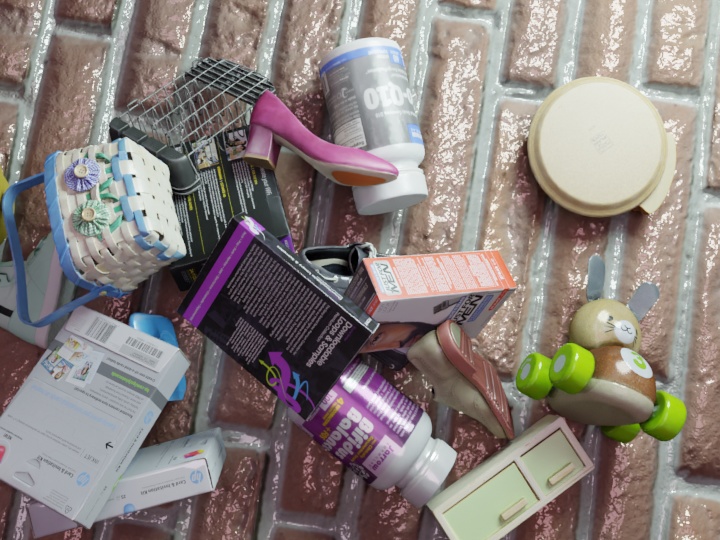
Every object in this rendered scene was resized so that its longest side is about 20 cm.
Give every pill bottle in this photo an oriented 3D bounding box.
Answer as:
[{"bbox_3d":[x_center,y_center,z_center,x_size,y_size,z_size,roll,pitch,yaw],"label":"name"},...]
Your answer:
[{"bbox_3d":[0.016,0.194,0.978,0.199,0.112,0.113,38,83,3],"label":"pill bottle"},{"bbox_3d":[0.019,-0.181,1.025,0.112,0.114,0.204,-13,84,-4],"label":"pill bottle"}]

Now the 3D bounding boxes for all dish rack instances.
[{"bbox_3d":[-0.208,-0.195,1.016,0.152,0.055,0.200,29,58,27],"label":"dish rack"}]

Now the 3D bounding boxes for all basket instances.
[{"bbox_3d":[-0.309,-0.051,0.897,0.198,0.139,0.179,-25,70,14],"label":"basket"}]

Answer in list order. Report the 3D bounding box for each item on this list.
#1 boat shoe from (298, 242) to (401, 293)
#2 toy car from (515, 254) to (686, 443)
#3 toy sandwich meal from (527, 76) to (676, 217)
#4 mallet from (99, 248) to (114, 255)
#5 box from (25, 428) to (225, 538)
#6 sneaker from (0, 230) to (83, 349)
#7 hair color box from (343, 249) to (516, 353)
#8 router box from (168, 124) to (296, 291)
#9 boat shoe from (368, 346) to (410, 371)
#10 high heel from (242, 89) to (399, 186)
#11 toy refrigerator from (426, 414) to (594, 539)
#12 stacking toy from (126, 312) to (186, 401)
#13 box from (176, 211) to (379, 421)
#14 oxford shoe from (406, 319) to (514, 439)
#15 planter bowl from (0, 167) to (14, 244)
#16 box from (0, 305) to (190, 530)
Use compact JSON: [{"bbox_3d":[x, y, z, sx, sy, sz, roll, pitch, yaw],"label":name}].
[{"bbox_3d":[0.000,0.000,0.986,0.197,0.063,0.073,-4,46,-33],"label":"boat shoe"},{"bbox_3d":[0.313,0.087,0.995,0.162,0.158,0.203,26,70,-11],"label":"toy car"},{"bbox_3d":[0.317,-0.159,1.062,0.201,0.070,0.209,0,83,2],"label":"toy sandwich meal"},{"bbox_3d":[-0.259,-0.020,1.035,0.196,0.066,0.042,7,103,14],"label":"mallet"},{"bbox_3d":[-0.262,0.242,0.930,0.197,0.156,0.042,-15,92,-5],"label":"box"},{"bbox_3d":[-0.411,-0.015,0.995,0.116,0.074,0.204,18,92,5],"label":"sneaker"},{"bbox_3d":[0.076,0.037,0.957,0.197,0.111,0.065,-3,54,-30],"label":"hair color box"},{"bbox_3d":[-0.172,-0.084,0.991,0.147,0.051,0.202,-16,54,-3],"label":"router box"},{"bbox_3d":[-0.016,0.062,1.022,0.198,0.070,0.067,29,119,-2],"label":"boat shoe"},{"bbox_3d":[-0.043,-0.161,0.964,0.197,0.067,0.098,10,76,17],"label":"high heel"},{"bbox_3d":[0.186,0.269,0.997,0.198,0.070,0.077,-34,85,-7],"label":"toy refrigerator"},{"bbox_3d":[-0.324,0.132,0.986,0.197,0.116,0.112,-16,80,7],"label":"stacking toy"},{"bbox_3d":[-0.095,0.053,0.895,0.199,0.036,0.144,40,115,5],"label":"box"},{"bbox_3d":[0.128,0.144,0.992,0.074,0.071,0.201,-27,118,19],"label":"oxford shoe"},{"bbox_3d":[-0.493,-0.075,0.990,0.197,0.083,0.204,-6,76,23],"label":"planter bowl"},{"bbox_3d":[-0.300,0.151,0.865,0.154,0.041,0.202,18,63,22],"label":"box"}]
